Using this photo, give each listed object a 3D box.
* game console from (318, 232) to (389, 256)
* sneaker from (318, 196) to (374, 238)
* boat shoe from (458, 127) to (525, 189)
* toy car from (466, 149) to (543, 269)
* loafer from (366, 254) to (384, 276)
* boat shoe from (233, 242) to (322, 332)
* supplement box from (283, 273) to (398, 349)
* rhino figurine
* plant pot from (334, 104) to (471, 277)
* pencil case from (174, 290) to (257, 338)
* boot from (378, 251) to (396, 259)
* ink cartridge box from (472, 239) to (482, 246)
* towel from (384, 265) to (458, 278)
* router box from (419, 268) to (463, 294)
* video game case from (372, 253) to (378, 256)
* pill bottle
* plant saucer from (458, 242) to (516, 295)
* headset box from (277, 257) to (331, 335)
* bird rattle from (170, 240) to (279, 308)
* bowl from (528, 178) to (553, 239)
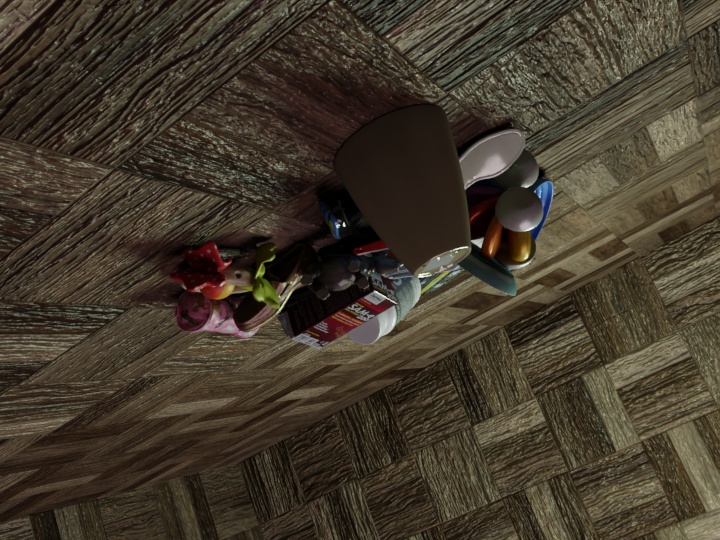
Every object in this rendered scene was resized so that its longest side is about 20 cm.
[{"bbox_3d":[0.033,-0.048,1.294,0.174,0.032,0.199,-18,-174,-20],"label":"game console"},{"bbox_3d":[-0.007,-0.098,1.215,0.082,0.072,0.199,-31,169,22],"label":"sneaker"},{"bbox_3d":[0.188,-0.183,1.265,0.198,0.073,0.062,-35,-155,14],"label":"boat shoe"},{"bbox_3d":[0.244,-0.108,1.328,0.146,0.204,0.176,-1,146,6],"label":"toy car"},{"bbox_3d":[0.000,0.000,1.485,0.074,0.070,0.200,10,168,24],"label":"loafer"},{"bbox_3d":[-0.159,0.024,1.338,0.200,0.072,0.068,-43,146,-5],"label":"boat shoe"},{"bbox_3d":[-0.038,0.074,1.433,0.198,0.062,0.108,-31,152,19],"label":"supplement box"},{"bbox_3d":[-0.010,0.000,1.308,0.195,0.061,0.087,-13,-168,-5],"label":"rhino figurine"},{"bbox_3d":[0.080,-0.100,1.082,0.184,0.203,0.188,-21,165,-6],"label":"plant pot"},{"bbox_3d":[-0.263,0.081,1.388,0.086,0.083,0.199,-43,160,10],"label":"pencil case"},{"bbox_3d":[0.106,-0.085,1.421,0.198,0.076,0.107,-32,154,15],"label":"boot"},{"bbox_3d":[0.230,-0.096,1.543,0.115,0.069,0.199,-30,162,24],"label":"ink cartridge box"},{"bbox_3d":[0.131,-0.005,1.511,0.143,0.024,0.200,-7,180,9],"label":"towel"},{"bbox_3d":[0.177,-0.001,1.792,0.155,0.053,0.200,-11,159,-38],"label":"router box"},{"bbox_3d":[0.130,-0.029,1.549,0.197,0.018,0.142,-3,178,37],"label":"video game case"},{"bbox_3d":[0.045,0.071,1.613,0.113,0.115,0.200,-35,-177,37],"label":"pill bottle"},{"bbox_3d":[0.205,-0.023,1.340,0.028,0.199,0.199,-58,153,13],"label":"plant saucer"},{"bbox_3d":[-0.109,0.055,1.528,0.146,0.076,0.200,-21,163,-6],"label":"headset box"},{"bbox_3d":[-0.230,0.019,1.219,0.197,0.115,0.161,-4,172,-42],"label":"bird rattle"},{"bbox_3d":[0.338,-0.102,1.553,0.200,0.039,0.203,-43,149,-33],"label":"bowl"}]
